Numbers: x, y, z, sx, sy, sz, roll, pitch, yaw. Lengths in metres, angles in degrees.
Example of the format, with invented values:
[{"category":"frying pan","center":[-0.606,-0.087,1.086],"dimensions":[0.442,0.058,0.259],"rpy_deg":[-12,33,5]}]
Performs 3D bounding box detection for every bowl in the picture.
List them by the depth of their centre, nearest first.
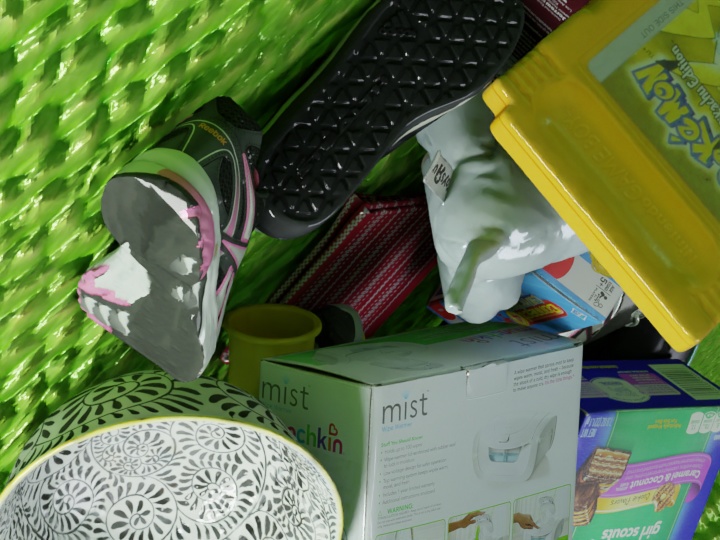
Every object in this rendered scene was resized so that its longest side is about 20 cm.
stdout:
[{"category":"bowl","center":[-0.114,0.119,1.526],"dimensions":[0.200,0.094,0.201],"rpy_deg":[-6,134,-6]}]

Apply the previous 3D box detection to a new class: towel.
[{"category":"towel","center":[0.000,0.000,1.736],"dimensions":[0.145,0.022,0.200],"rpy_deg":[-49,164,20]}]

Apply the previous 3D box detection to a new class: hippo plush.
[{"category":"hippo plush","center":[0.115,-0.060,1.520],"dimensions":[0.160,0.160,0.200],"rpy_deg":[-10,176,2]}]

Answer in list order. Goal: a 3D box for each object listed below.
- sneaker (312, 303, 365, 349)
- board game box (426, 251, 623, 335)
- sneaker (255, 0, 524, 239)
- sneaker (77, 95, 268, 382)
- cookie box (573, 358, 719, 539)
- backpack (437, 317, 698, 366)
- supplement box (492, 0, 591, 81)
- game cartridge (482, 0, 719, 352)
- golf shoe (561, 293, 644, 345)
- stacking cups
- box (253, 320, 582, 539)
[{"category":"sneaker","center":[-0.010,0.118,1.699],"dimensions":[0.076,0.075,0.201],"rpy_deg":[-7,103,-35]},{"category":"board game box","center":[0.145,-0.051,1.714],"dimensions":[0.200,0.056,0.196],"rpy_deg":[-56,-169,-15]},{"category":"sneaker","center":[-0.002,-0.091,1.438],"dimensions":[0.200,0.072,0.083],"rpy_deg":[-41,-171,-16]},{"category":"sneaker","center":[-0.081,-0.016,1.365],"dimensions":[0.086,0.080,0.200],"rpy_deg":[-50,175,-27]},{"category":"cookie box","center":[0.155,0.166,1.869],"dimensions":[0.171,0.075,0.200],"rpy_deg":[0,117,-43]},{"category":"backpack","center":[0.146,0.049,1.969],"dimensions":[0.200,0.176,0.153],"rpy_deg":[-56,-174,17]},{"category":"supplement box","center":[0.136,-0.170,1.572],"dimensions":[0.109,0.061,0.200],"rpy_deg":[-40,165,-26]},{"category":"game cartridge","center":[0.184,-0.081,1.469],"dimensions":[0.200,0.176,0.032],"rpy_deg":[-40,180,-28]},{"category":"golf shoe","center":[0.152,0.025,1.854],"dimensions":[0.200,0.088,0.077],"rpy_deg":[-56,-161,4]},{"category":"stacking cups","center":[-0.059,0.121,1.649],"dimensions":[0.060,0.060,0.201],"rpy_deg":[-27,128,-51]},{"category":"box","center":[0.037,0.131,1.621],"dimensions":[0.200,0.097,0.177],"rpy_deg":[-10,105,-47]}]
